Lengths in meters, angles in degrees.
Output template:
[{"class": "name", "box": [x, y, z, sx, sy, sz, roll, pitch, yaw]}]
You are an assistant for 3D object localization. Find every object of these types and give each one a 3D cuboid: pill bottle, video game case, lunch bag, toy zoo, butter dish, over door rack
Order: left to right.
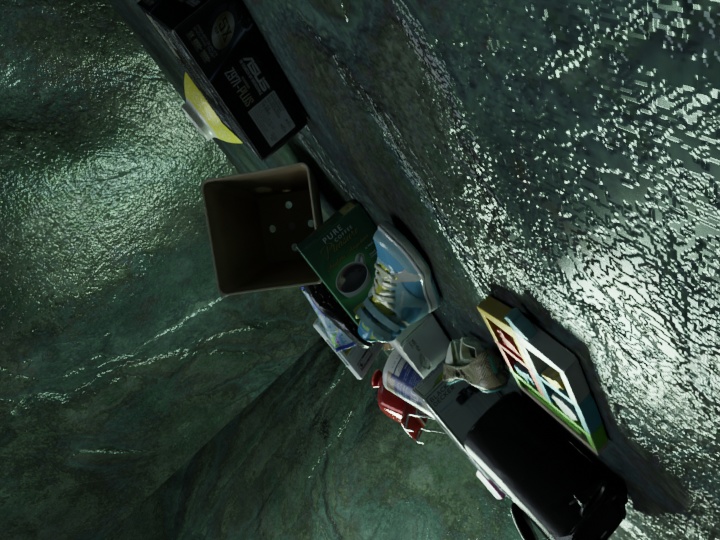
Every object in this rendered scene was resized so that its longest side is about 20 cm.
[{"class": "lunch bag", "box": [-0.027, 0.052, 1.258, 0.172, 0.126, 0.200, 61, -153, -13]}, {"class": "video game case", "box": [-0.004, 0.123, 1.358, 0.023, 0.201, 0.183, -12, 123, 49]}, {"class": "butter dish", "box": [0.095, 0.275, 1.344, 0.145, 0.203, 0.201, 10, 157, 22]}, {"class": "pill bottle", "box": [0.150, 0.236, 1.151, 0.198, 0.112, 0.111, 24, 160, 36]}, {"class": "over door rack", "box": [0.204, 0.330, 1.231, 0.148, 0.196, 0.068, 57, -149, -57]}, {"class": "toy zoo", "box": [0.193, 0.104, 0.608, 0.201, 0.020, 0.131, 56, 172, -37]}]

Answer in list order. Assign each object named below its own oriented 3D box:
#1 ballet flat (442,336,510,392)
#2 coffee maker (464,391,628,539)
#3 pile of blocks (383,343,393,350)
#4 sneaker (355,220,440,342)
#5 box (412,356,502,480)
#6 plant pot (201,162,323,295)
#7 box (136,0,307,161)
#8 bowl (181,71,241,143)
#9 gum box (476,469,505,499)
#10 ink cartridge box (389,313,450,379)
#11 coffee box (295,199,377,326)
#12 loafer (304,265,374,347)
[{"class": "ballet flat", "box": [0.166, 0.137, 0.858, 0.200, 0.067, 0.077, 139, 112, -78]}, {"class": "coffee maker", "box": [0.252, 0.268, 0.778, 0.200, 0.133, 0.195, 42, 147, 45]}, {"class": "pile of blocks", "box": [0.057, 0.117, 1.499, 0.202, 0.082, 0.062, 54, -156, 5]}, {"class": "sneaker", "box": [0.036, 0.031, 0.792, 0.080, 0.130, 0.201, 45, 171, 42]}, {"class": "box", "box": [0.198, 0.252, 1.001, 0.201, 0.116, 0.060, 52, 173, -11]}, {"class": "plant pot", "box": [-0.154, -0.078, 1.047, 0.177, 0.195, 0.205, -34, -64, -78]}, {"class": "box", "box": [-0.177, -0.269, 0.740, 0.164, 0.086, 0.201, 43, 171, 45]}, {"class": "bowl", "box": [-0.285, -0.321, 1.109, 0.201, 0.107, 0.200, 49, 174, 7]}, {"class": "gum box", "box": [0.294, 0.389, 1.124, 0.066, 0.113, 0.201, 46, 172, 22]}, {"class": "ink cartridge box", "box": [0.088, 0.110, 1.090, 0.148, 0.083, 0.200, 54, 173, -36]}, {"class": "coffee box", "box": [0.000, 0.000, 0.917, 0.201, 0.123, 0.044, 51, 176, -26]}, {"class": "loafer", "box": [-0.044, 0.073, 1.114, 0.201, 0.068, 0.070, 47, 167, -1]}]
